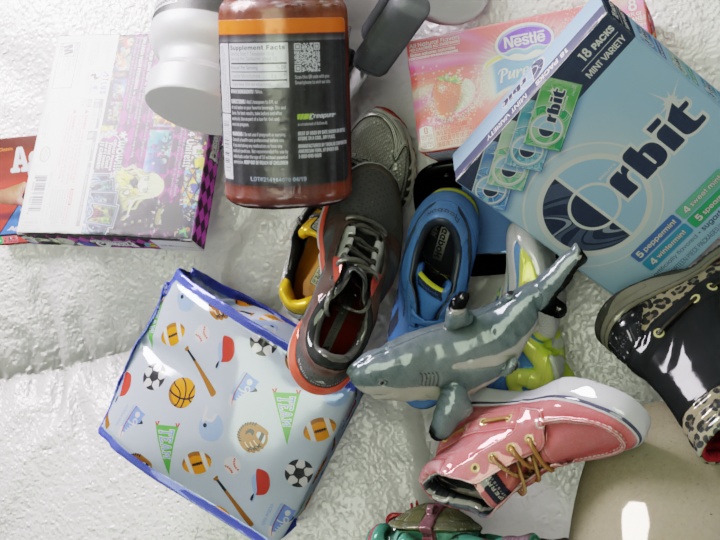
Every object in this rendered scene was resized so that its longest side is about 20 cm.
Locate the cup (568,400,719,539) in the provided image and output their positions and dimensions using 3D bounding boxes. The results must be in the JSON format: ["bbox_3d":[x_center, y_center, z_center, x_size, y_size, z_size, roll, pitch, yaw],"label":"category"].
[{"bbox_3d":[0.244,0.187,1.005,0.197,0.200,0.145,-18,57,16],"label":"cup"}]

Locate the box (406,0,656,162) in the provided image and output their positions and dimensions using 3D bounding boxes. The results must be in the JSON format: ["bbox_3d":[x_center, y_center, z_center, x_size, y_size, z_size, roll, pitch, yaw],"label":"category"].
[{"bbox_3d":[0.147,-0.152,1.074,0.197,0.102,0.096,-8,86,18],"label":"box"}]

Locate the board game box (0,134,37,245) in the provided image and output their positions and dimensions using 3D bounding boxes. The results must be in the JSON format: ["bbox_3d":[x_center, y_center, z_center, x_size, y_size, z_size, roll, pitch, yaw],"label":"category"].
[{"bbox_3d":[-0.260,-0.083,1.243,0.197,0.019,0.105,-4,86,17],"label":"board game box"}]

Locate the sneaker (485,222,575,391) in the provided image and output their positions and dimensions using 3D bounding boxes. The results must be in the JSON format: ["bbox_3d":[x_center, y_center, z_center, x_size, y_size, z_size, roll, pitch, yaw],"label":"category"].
[{"bbox_3d":[0.120,0.058,1.079,0.103,0.076,0.204,-6,99,23],"label":"sneaker"}]

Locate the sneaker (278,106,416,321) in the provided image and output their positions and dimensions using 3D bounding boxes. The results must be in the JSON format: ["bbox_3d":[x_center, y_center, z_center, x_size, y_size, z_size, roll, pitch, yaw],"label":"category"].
[{"bbox_3d":[-0.011,-0.045,1.131,0.077,0.082,0.203,22,94,17],"label":"sneaker"}]

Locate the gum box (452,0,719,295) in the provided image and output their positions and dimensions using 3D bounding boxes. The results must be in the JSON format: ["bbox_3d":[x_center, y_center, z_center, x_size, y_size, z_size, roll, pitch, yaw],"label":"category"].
[{"bbox_3d":[0.198,-0.084,0.996,0.199,0.045,0.170,32,118,-20],"label":"gum box"}]

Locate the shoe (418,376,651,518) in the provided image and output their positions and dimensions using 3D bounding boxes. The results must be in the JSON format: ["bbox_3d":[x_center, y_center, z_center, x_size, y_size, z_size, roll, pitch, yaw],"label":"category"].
[{"bbox_3d":[0.127,0.139,0.983,0.072,0.199,0.092,46,61,-23],"label":"shoe"}]

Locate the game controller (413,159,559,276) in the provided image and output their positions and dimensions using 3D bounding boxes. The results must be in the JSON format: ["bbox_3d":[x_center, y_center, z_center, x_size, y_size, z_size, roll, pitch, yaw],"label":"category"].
[{"bbox_3d":[0.143,-0.050,1.091,0.197,0.042,0.106,-5,121,17],"label":"game controller"}]

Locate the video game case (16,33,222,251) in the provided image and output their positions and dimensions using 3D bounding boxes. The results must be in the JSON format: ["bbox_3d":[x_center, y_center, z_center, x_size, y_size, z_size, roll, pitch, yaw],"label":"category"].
[{"bbox_3d":[-0.213,-0.120,1.195,0.178,0.036,0.203,2,73,18],"label":"video game case"}]

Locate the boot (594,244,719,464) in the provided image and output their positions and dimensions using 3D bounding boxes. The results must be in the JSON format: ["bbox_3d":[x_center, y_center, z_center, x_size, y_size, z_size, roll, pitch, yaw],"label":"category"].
[{"bbox_3d":[0.297,0.053,0.981,0.201,0.074,0.154,-21,44,-8],"label":"boot"}]

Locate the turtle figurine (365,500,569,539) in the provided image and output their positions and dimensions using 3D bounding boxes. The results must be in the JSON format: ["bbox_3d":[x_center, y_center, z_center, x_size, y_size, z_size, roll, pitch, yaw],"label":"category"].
[{"bbox_3d":[0.067,0.238,1.053,0.198,0.149,0.103,-9,90,35],"label":"turtle figurine"}]

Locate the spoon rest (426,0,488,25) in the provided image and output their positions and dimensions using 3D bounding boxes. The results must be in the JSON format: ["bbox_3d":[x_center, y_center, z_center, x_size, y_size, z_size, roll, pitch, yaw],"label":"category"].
[{"bbox_3d":[0.023,-0.258,1.095,0.197,0.061,0.101,0,79,-20],"label":"spoon rest"}]

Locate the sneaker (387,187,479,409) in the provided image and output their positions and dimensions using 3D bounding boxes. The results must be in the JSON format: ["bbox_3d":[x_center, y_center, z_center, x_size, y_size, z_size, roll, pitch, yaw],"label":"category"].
[{"bbox_3d":[0.055,0.032,1.088,0.065,0.079,0.203,13,113,9],"label":"sneaker"}]

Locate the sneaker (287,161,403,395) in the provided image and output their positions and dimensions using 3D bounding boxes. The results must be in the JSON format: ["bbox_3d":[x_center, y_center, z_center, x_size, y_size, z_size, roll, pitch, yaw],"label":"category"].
[{"bbox_3d":[0.000,0.000,1.049,0.076,0.082,0.203,17,71,-10],"label":"sneaker"}]

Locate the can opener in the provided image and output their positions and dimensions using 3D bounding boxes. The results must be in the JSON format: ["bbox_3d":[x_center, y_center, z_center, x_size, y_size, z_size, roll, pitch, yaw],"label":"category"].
[{"bbox_3d":[0.000,-0.195,1.083,0.066,0.200,0.054,19,69,-11],"label":"can opener"}]

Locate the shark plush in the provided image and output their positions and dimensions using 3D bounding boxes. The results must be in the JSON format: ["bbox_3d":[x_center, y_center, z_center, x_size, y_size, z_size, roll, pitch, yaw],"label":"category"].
[{"bbox_3d":[0.089,0.051,0.997,0.198,0.083,0.092,-28,38,24],"label":"shark plush"}]

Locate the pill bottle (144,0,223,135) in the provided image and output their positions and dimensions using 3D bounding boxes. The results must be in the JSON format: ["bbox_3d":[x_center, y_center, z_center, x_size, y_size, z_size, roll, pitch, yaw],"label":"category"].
[{"bbox_3d":[-0.118,-0.228,1.126,0.114,0.116,0.203,6,72,17],"label":"pill bottle"}]

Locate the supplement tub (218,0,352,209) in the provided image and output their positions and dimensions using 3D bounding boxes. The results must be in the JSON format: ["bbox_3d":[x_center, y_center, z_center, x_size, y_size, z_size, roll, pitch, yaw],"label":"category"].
[{"bbox_3d":[-0.059,-0.155,1.031,0.105,0.107,0.204,2,100,17],"label":"supplement tub"}]

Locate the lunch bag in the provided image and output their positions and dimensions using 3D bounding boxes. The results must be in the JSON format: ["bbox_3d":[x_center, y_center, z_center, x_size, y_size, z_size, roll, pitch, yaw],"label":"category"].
[{"bbox_3d":[-0.112,0.114,1.138,0.198,0.124,0.172,27,95,6],"label":"lunch bag"}]
